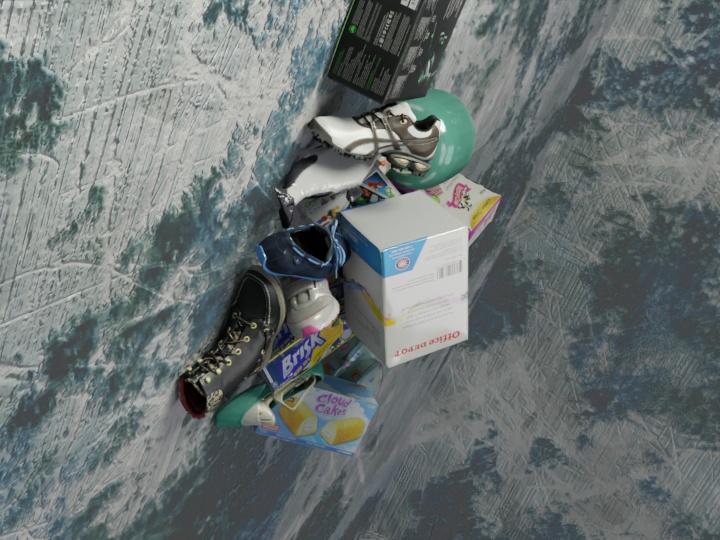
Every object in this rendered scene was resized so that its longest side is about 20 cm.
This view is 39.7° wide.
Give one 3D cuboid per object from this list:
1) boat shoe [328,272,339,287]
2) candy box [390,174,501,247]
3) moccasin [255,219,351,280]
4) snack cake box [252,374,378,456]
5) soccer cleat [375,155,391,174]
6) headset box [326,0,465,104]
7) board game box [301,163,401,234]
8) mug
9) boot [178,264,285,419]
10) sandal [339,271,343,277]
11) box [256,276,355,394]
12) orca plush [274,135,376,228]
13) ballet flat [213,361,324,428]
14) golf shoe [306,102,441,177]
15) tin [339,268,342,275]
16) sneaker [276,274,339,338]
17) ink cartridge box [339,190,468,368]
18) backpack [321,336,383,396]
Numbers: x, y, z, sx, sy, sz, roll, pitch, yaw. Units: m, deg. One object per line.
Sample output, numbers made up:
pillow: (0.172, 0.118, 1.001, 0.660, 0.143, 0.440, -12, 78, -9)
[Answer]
boat shoe: (-0.101, 0.072, 1.647, 0.064, 0.071, 0.201, 5, 115, -37)
candy box: (0.132, -0.127, 1.779, 0.136, 0.199, 0.061, -46, 161, -46)
moccasin: (-0.061, -0.026, 1.375, 0.068, 0.081, 0.200, -31, 172, 28)
snack cake box: (-0.083, 0.244, 1.762, 0.116, 0.199, 0.067, -64, -154, 16)
soccer cleat: (-0.001, -0.151, 1.553, 0.069, 0.078, 0.200, 9, 129, -45)
headset box: (0.059, -0.328, 1.353, 0.200, 0.092, 0.175, -31, 147, -64)
board game box: (0.007, -0.084, 1.542, 0.126, 0.035, 0.200, -36, 146, 6)
mug: (0.089, -0.194, 1.598, 0.114, 0.151, 0.186, -29, 147, -58)
boot: (-0.181, 0.105, 1.399, 0.154, 0.073, 0.205, -43, 156, -44)
sandal: (0.000, 0.000, 1.713, 0.201, 0.054, 0.082, -64, 166, 15)
box: (-0.083, 0.102, 1.583, 0.199, 0.064, 0.070, -36, 132, -15)
orca plush: (-0.059, -0.120, 1.398, 0.071, 0.105, 0.200, -29, -161, 49)
ballet flat: (-0.141, 0.206, 1.606, 0.199, 0.070, 0.068, -35, 151, -12)
golf shoe: (0.022, -0.197, 1.369, 0.198, 0.078, 0.095, 9, 120, -33)
tin: (-0.034, -0.039, 1.705, 0.112, 0.042, 0.201, -48, 161, -54)
sneaker: (-0.086, 0.016, 1.451, 0.088, 0.081, 0.201, 56, 15, -35)
ink cartridge box: (0.065, 0.011, 1.494, 0.146, 0.145, 0.202, -16, 122, -22)
backpack: (-0.039, 0.197, 1.922, 0.201, 0.152, 0.176, -62, 162, -24)
